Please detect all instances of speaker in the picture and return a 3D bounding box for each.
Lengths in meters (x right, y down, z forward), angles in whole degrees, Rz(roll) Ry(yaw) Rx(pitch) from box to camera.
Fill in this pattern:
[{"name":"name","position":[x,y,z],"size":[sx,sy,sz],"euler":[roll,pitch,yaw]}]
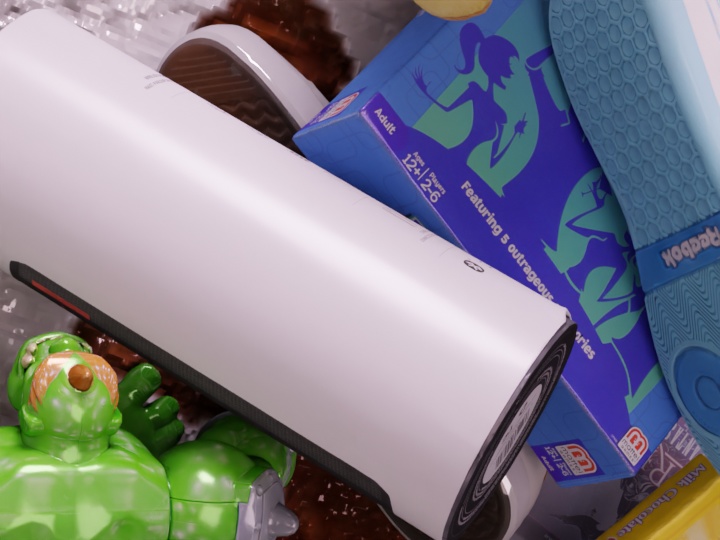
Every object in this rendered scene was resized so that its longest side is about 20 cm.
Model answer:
[{"name":"speaker","position":[-0.037,-0.001,0.753],"size":[0.199,0.081,0.082],"euler":[31,86,11]}]

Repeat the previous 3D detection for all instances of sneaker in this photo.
[{"name":"sneaker","position":[0.151,-0.026,0.787],"size":[0.130,0.079,0.201],"euler":[-21,94,-33]},{"name":"sneaker","position":[0.000,0.000,0.839],"size":[0.201,0.073,0.085],"euler":[59,33,-8]}]

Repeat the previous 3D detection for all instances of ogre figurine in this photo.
[{"name":"ogre figurine","position":[-0.101,0.068,0.767],"size":[0.199,0.120,0.099],"euler":[22,89,-24]}]

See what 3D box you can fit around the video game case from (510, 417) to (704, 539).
[{"name":"video game case","position":[0.134,0.041,0.917],"size":[0.143,0.019,0.201],"euler":[39,82,-23]}]

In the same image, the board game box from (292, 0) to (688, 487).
[{"name":"board game box","position":[0.091,-0.051,0.826],"size":[0.152,0.045,0.200],"euler":[51,58,-14]}]

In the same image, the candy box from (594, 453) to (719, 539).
[{"name":"candy box","position":[0.137,0.173,0.884],"size":[0.102,0.026,0.201],"euler":[-39,112,-9]}]

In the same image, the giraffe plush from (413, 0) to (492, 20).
[{"name":"giraffe plush","position":[0.056,-0.172,0.738],"size":[0.199,0.163,0.173],"euler":[-13,146,-14]}]
